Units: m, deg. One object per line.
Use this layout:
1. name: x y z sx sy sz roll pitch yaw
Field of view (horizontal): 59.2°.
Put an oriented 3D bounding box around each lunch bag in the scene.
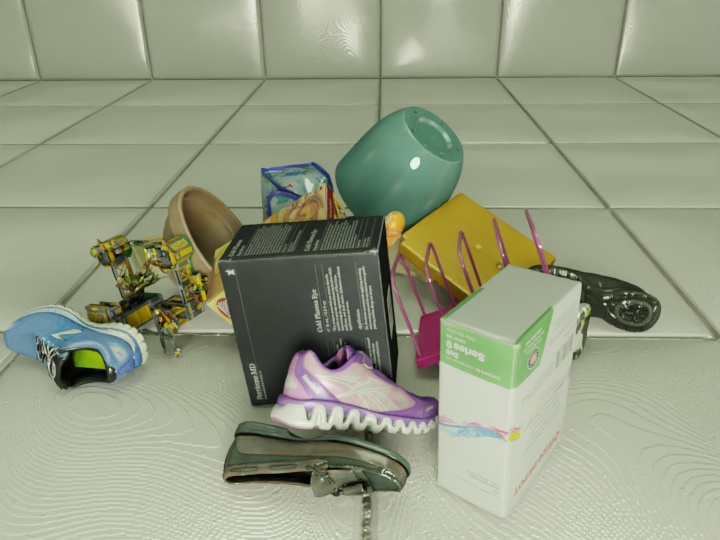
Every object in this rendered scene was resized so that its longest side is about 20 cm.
1. lunch bag: -0.090 -0.065 1.037 0.126 0.172 0.200 -12 31 -23

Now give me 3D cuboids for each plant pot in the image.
1. plant pot: -0.244 -0.023 0.991 0.092 0.202 0.202 -32 23 14
2. plant pot: 0.079 -0.177 1.081 0.199 0.161 0.202 23 42 -22

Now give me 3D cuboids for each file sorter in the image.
1. file sorter: 0.151 0.016 0.835 0.198 0.127 0.139 -19 16 15

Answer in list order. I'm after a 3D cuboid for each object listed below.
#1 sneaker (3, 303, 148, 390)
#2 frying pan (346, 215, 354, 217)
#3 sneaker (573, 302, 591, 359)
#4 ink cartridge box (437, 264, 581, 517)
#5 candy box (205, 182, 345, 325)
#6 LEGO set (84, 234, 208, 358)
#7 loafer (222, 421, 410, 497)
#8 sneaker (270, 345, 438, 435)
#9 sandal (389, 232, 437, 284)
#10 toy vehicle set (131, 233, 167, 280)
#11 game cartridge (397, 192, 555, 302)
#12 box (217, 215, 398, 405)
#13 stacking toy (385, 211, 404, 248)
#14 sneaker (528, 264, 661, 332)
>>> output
1. sneaker: -0.383 0.101 0.822 0.197 0.080 0.089 7 25 14
2. frying pan: 0.018 -0.062 1.180 0.113 0.031 0.190 -11 29 -24
3. sneaker: 0.235 0.086 0.837 0.084 0.075 0.199 22 35 39
4. ink cartridge box: 0.148 0.117 0.641 0.087 0.203 0.145 15 31 36
5. candy box: -0.112 -0.022 0.859 0.198 0.055 0.116 -28 36 18
6. LEGO set: -0.319 0.030 0.885 0.198 0.156 0.116 11 29 29
7. loafer: -0.048 0.205 0.639 0.197 0.072 0.063 4 46 24
8. sneaker: 0.003 0.129 0.689 0.198 0.090 0.080 11 -13 -25
9. sandal: 0.130 -0.012 1.030 0.208 0.079 0.070 8 22 5
10. toy vehicle set: -0.309 -0.040 1.153 0.198 0.027 0.124 -14 30 -25
11. game cartridge: 0.181 -0.025 1.003 0.199 0.033 0.176 39 55 24
12. box: -0.053 0.049 0.760 0.179 0.203 0.104 -3 26 8
13. stacking toy: 0.000 0.000 0.850 0.109 0.201 0.116 32 30 -1
14. sneaker: 0.336 0.035 0.945 0.197 0.077 0.091 18 20 4
